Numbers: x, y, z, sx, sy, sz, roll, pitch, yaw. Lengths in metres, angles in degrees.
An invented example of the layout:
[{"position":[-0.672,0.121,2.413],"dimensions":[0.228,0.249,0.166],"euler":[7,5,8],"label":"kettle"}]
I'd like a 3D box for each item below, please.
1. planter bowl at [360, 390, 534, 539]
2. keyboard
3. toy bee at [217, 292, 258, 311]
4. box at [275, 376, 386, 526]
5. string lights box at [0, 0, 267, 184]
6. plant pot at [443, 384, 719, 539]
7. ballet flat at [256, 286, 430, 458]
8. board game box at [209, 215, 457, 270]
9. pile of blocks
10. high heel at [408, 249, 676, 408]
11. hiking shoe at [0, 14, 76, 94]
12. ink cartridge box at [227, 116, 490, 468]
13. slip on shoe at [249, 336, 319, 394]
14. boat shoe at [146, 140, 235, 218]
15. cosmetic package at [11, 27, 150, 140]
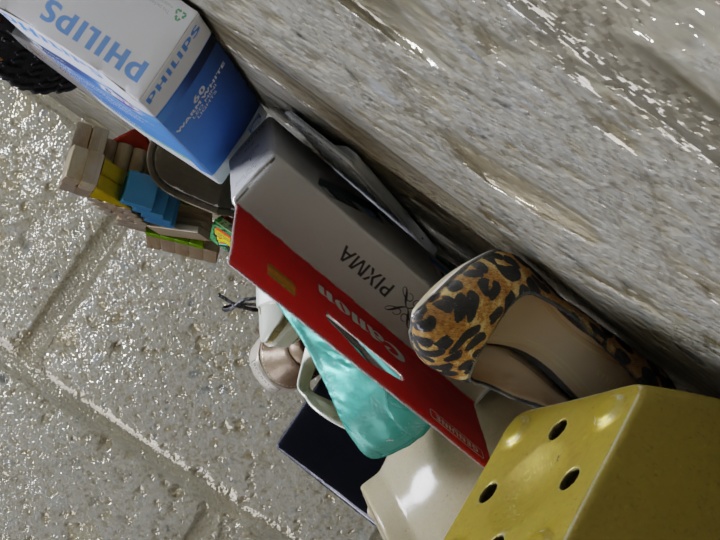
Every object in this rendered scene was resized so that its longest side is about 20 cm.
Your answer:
[{"position":[0.082,0.167,0.946],"dimensions":[0.202,0.134,0.200],"euler":[63,175,10],"label":"planter bowl"},{"position":[0.004,-0.051,0.932],"dimensions":[0.056,0.011,0.200],"euler":[34,176,23],"label":"keyboard"},{"position":[-0.029,-0.010,1.118],"dimensions":[0.198,0.110,0.131],"euler":[5,-173,18],"label":"toy bee"},{"position":[0.040,0.116,1.304],"dimensions":[0.117,0.198,0.200],"euler":[34,177,13],"label":"box"},{"position":[-0.126,-0.119,0.840],"dimensions":[0.102,0.059,0.200],"euler":[34,176,10],"label":"string lights box"},{"position":[0.151,0.170,0.737],"dimensions":[0.200,0.195,0.195],"euler":[42,151,-15],"label":"plant pot"},{"position":[-0.027,0.038,0.909],"dimensions":[0.067,0.070,0.201],"euler":[19,-152,-54],"label":"ballet flat"},{"position":[0.000,0.000,1.031],"dimensions":[0.199,0.024,0.105],"euler":[33,-140,21],"label":"board game box"},{"position":[-0.149,-0.064,1.068],"dimensions":[0.081,0.063,0.200],"euler":[8,167,21],"label":"pile of blocks"},{"position":[0.111,0.056,0.790],"dimensions":[0.142,0.072,0.199],"euler":[40,-165,23],"label":"high heel"},{"position":[-0.288,-0.211,1.159],"dimensions":[0.199,0.075,0.102],"euler":[16,-131,-45],"label":"hiking shoe"},{"position":[0.009,0.009,0.856],"dimensions":[0.200,0.045,0.176],"euler":[40,-167,-18],"label":"ink cartridge box"},{"position":[-0.023,0.034,1.280],"dimensions":[0.076,0.200,0.060],"euler":[52,133,-3],"label":"slip on shoe"},{"position":[-0.048,-0.054,1.003],"dimensions":[0.199,0.072,0.068],"euler":[33,-152,8],"label":"boat shoe"},{"position":[-0.161,-0.131,1.084],"dimensions":[0.199,0.051,0.082],"euler":[37,175,-26],"label":"cosmetic package"}]
